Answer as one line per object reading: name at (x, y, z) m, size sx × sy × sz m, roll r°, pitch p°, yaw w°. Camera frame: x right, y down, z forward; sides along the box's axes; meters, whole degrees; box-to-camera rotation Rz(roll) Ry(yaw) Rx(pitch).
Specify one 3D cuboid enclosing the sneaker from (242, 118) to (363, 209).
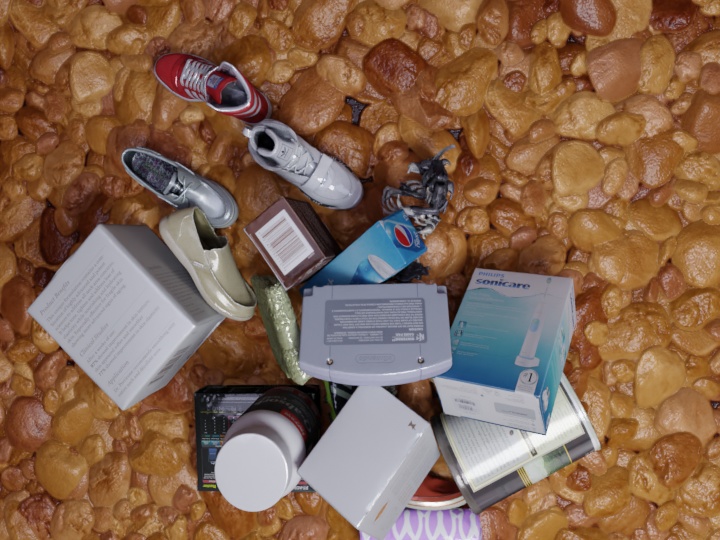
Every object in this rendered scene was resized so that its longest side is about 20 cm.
sneaker at (-0.087, -0.154, 0.959) m, size 0.197 × 0.115 × 0.076 m, roll 32°, pitch 96°, yaw 3°

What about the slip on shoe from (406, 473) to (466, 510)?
slip on shoe at (0.071, 0.318, 0.992) m, size 0.194 × 0.074 × 0.063 m, roll 10°, pitch 91°, yaw 10°

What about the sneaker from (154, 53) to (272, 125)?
sneaker at (-0.231, -0.281, 0.969) m, size 0.195 × 0.112 × 0.073 m, roll 23°, pitch 95°, yaw 4°

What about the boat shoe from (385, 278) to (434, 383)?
boat shoe at (0.102, 0.093, 0.976) m, size 0.201 × 0.065 × 0.072 m, roll 49°, pitch 129°, yaw 5°

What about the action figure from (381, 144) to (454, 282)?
action figure at (0.078, -0.089, 0.948) m, size 0.099 × 0.119 × 0.206 m, roll 14°, pitch 100°, yaw 0°

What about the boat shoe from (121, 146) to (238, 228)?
boat shoe at (-0.282, -0.127, 1.003) m, size 0.197 × 0.071 × 0.071 m, roll 30°, pitch 96°, yaw 4°

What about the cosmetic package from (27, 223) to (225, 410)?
cosmetic package at (-0.336, 0.060, 0.972) m, size 0.200 × 0.166 × 0.168 m, roll 45°, pitch 96°, yaw 1°

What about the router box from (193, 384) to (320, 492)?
router box at (-0.157, 0.260, 1.015) m, size 0.193 × 0.062 × 0.155 m, roll -1°, pitch 92°, yaw 6°

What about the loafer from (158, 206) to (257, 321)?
loafer at (-0.220, -0.011, 0.984) m, size 0.068 × 0.076 × 0.201 m, roll -34°, pitch 104°, yaw 23°

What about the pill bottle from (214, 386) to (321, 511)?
pill bottle at (-0.120, 0.236, 0.877) m, size 0.112 × 0.200 × 0.120 m, roll 0°, pitch 94°, yaw 5°

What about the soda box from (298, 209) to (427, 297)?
soda box at (0.000, 0.000, 0.925) m, size 0.199 × 0.064 × 0.069 m, roll -39°, pitch 83°, yaw 41°

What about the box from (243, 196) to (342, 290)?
box at (-0.088, -0.041, 0.923) m, size 0.074 × 0.200 × 0.101 m, roll -36°, pitch 89°, yaw 8°

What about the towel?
towel at (-0.115, 0.077, 0.938) m, size 0.036 × 0.200 × 0.152 m, roll -19°, pitch 96°, yaw -14°

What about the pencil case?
pencil case at (0.091, 0.396, 0.985) m, size 0.193 × 0.086 × 0.087 m, roll 1°, pitch 97°, yaw 5°

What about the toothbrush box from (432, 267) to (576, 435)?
toothbrush box at (0.199, 0.101, 0.881) m, size 0.143 × 0.202 × 0.087 m, roll 5°, pitch 138°, yaw 28°

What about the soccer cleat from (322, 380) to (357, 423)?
soccer cleat at (-0.022, 0.170, 0.998) m, size 0.079 × 0.067 × 0.206 m, roll -14°, pitch 91°, yaw -6°

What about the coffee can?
coffee can at (0.218, 0.232, 0.931) m, size 0.197 × 0.146 × 0.149 m, roll -29°, pitch 90°, yaw 7°

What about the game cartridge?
game cartridge at (0.019, 0.081, 0.844) m, size 0.193 × 0.041 × 0.136 m, roll -1°, pitch 52°, yaw 3°

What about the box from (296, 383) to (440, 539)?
box at (0.020, 0.259, 0.880) m, size 0.105 × 0.201 × 0.153 m, roll 33°, pitch 74°, yaw 24°

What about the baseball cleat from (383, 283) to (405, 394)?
baseball cleat at (0.035, 0.108, 0.952) m, size 0.106 × 0.069 × 0.202 m, roll 41°, pitch 116°, yaw 19°
